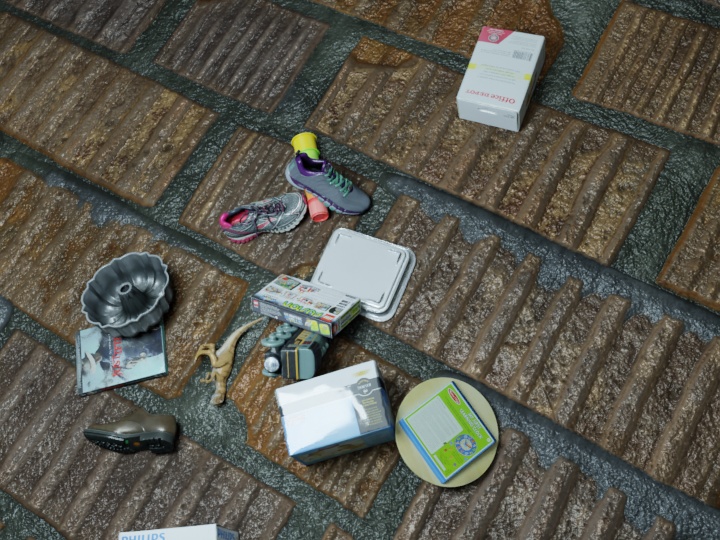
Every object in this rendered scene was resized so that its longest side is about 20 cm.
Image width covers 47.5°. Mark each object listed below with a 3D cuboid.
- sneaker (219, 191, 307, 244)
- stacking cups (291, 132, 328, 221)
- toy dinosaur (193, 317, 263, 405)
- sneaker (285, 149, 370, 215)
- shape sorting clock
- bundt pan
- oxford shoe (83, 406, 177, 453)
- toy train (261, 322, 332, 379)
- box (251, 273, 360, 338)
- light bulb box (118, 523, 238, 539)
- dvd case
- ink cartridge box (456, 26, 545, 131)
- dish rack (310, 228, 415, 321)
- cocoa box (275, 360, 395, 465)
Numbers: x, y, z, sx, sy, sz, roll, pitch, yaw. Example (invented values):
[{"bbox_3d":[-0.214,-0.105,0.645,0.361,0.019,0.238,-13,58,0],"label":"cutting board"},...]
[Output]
[{"bbox_3d":[-0.210,-0.118,1.782,0.198,0.075,0.081,-23,65,5],"label":"sneaker"},{"bbox_3d":[-0.107,-0.207,1.811,0.060,0.061,0.202,-16,65,5],"label":"stacking cups"},{"bbox_3d":[-0.285,0.178,1.695,0.105,0.060,0.202,19,76,-7],"label":"toy dinosaur"},{"bbox_3d":[-0.062,-0.185,1.741,0.198,0.088,0.075,23,61,-10],"label":"sneaker"},{"bbox_3d":[0.161,0.301,1.529,0.197,0.039,0.203,2,72,-5],"label":"shape sorting clock"},{"bbox_3d":[-0.489,0.060,1.751,0.199,0.076,0.204,-8,50,10],"label":"bundt pan"},{"bbox_3d":[-0.463,0.321,1.662,0.197,0.073,0.085,-1,51,8],"label":"oxford shoe"},{"bbox_3d":[-0.123,0.157,1.596,0.112,0.200,0.086,2,100,10],"label":"toy train"},{"bbox_3d":[-0.111,0.069,1.659,0.198,0.035,0.110,17,35,29],"label":"box"},{"bbox_3d":[-0.330,0.578,1.484,0.196,0.125,0.202,-8,65,9],"label":"light bulb box"},{"bbox_3d":[-0.513,0.177,1.753,0.198,0.022,0.148,-14,65,6],"label":"dvd case"},{"bbox_3d":[0.310,-0.422,1.804,0.144,0.084,0.202,16,71,18],"label":"ink cartridge box"},{"bbox_3d":[0.000,0.000,1.710,0.198,0.044,0.173,18,73,19],"label":"dish rack"},{"bbox_3d":[-0.041,0.273,1.550,0.198,0.134,0.133,-17,67,4],"label":"cocoa box"}]
